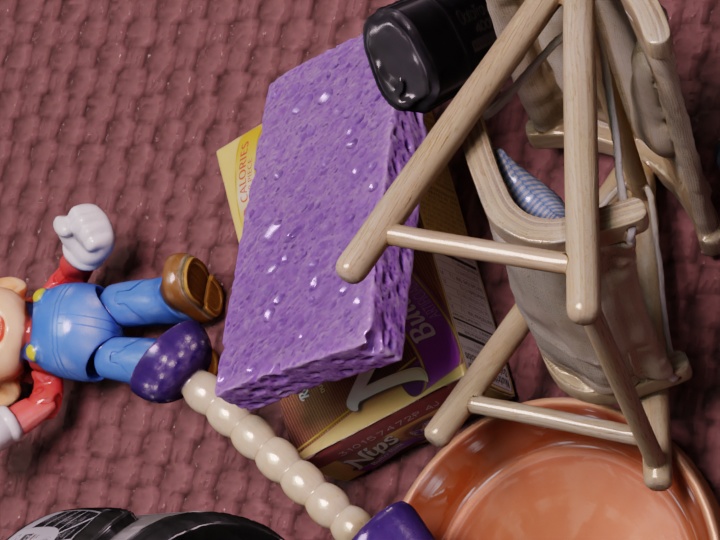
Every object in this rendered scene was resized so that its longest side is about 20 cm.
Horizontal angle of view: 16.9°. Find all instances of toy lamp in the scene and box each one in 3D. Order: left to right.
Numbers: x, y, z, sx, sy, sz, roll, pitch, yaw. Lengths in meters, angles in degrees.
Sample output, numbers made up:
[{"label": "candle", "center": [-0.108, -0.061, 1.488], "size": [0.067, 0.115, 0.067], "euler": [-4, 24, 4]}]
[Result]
[{"label": "toy lamp", "center": [-0.032, 0.106, 1.250], "size": [0.200, 0.058, 0.058], "euler": [42, 101, 19]}]

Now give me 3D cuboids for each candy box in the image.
[{"label": "candy box", "center": [0.000, 0.000, 1.321], "size": [0.117, 0.056, 0.200], "euler": [-28, 60, 26]}]

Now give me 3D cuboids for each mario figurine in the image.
[{"label": "mario figurine", "center": [-0.187, 0.037, 1.404], "size": [0.200, 0.106, 0.124], "euler": [-6, 38, 26]}]

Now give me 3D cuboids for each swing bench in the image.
[{"label": "swing bench", "center": [0.097, -0.032, 1.150], "size": [0.130, 0.199, 0.200], "euler": [10, 66, 22]}]

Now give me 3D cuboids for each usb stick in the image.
[{"label": "usb stick", "center": [0.049, -0.121, 1.239], "size": [0.033, 0.200, 0.056], "euler": [-25, 94, 24]}]

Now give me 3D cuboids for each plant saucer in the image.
[{"label": "plant saucer", "center": [0.098, 0.165, 1.217], "size": [0.200, 0.032, 0.201], "euler": [-12, 68, 32]}]

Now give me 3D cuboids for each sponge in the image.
[{"label": "sponge", "center": [-0.016, -0.030, 1.245], "size": [0.112, 0.030, 0.200], "euler": [-23, 48, 40]}]

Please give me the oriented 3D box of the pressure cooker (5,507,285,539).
[{"label": "pressure cooker", "center": [-0.129, 0.215, 1.259], "size": [0.200, 0.176, 0.179], "euler": [-10, 71, 50]}]

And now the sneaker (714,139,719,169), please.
[{"label": "sneaker", "center": [0.274, -0.066, 1.137], "size": [0.199, 0.079, 0.130], "euler": [23, 88, 37]}]
